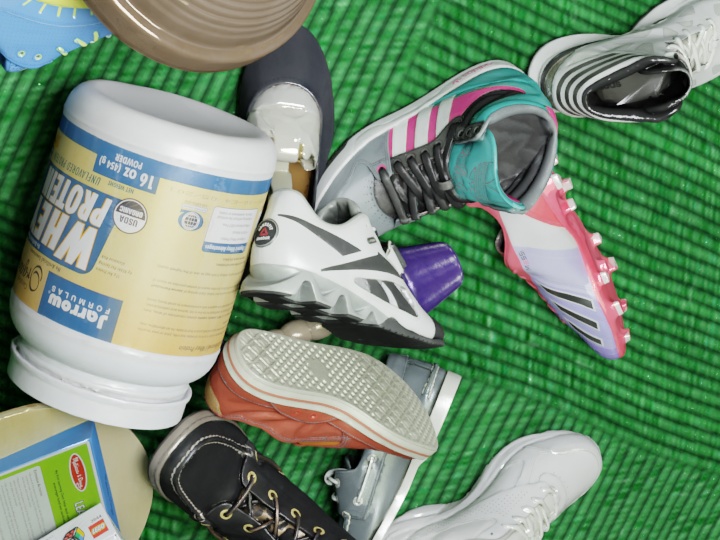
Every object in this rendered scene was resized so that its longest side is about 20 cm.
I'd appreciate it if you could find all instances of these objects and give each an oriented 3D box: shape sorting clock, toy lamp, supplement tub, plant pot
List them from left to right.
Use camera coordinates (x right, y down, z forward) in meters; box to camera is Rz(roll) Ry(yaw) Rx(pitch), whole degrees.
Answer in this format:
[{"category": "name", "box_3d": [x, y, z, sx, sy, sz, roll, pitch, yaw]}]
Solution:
[{"category": "shape sorting clock", "box_3d": [-0.232, 0.169, 1.402, 0.199, 0.039, 0.201, -16, 132, -19]}, {"category": "supplement tub", "box_3d": [-0.148, -0.011, 1.377, 0.144, 0.145, 0.201, 11, 103, -29]}, {"category": "plant pot", "box_3d": [-0.089, -0.232, 1.303, 0.200, 0.093, 0.202, 10, 73, -35]}, {"category": "toy lamp", "box_3d": [-0.019, 0.033, 1.509, 0.199, 0.058, 0.058, -25, 118, -17]}]

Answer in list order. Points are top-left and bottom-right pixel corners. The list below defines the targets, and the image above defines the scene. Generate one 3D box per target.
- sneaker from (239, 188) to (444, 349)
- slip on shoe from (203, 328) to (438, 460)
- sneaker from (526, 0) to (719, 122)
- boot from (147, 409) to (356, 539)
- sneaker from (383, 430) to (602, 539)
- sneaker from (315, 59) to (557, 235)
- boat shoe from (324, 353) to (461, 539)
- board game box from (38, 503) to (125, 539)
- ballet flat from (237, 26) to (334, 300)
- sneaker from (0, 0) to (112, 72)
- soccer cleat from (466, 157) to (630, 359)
[{"category": "sneaker", "box_3d": [0.000, 0.000, 1.423, 0.200, 0.074, 0.089, 28, 66, -53]}, {"category": "slip on shoe", "box_3d": [-0.026, 0.095, 1.471, 0.199, 0.074, 0.061, 19, 131, -37]}, {"category": "sneaker", "box_3d": [0.233, -0.146, 1.531, 0.200, 0.115, 0.076, -19, 116, -19]}, {"category": "boot", "box_3d": [-0.057, 0.181, 1.451, 0.073, 0.150, 0.200, -48, 152, -9]}, {"category": "sneaker", "box_3d": [0.115, 0.201, 1.611, 0.200, 0.099, 0.078, -34, 120, -11]}, {"category": "sneaker", "box_3d": [0.061, -0.066, 1.473, 0.200, 0.121, 0.084, -37, 120, -8]}, {"category": "boat shoe", "box_3d": [0.007, 0.155, 1.573, 0.062, 0.073, 0.201, 27, 100, 0]}, {"category": "board game box", "box_3d": [-0.194, 0.255, 1.444, 0.126, 0.035, 0.200, -30, 139, -7]}, {"category": "ballet flat", "box_3d": [-0.053, -0.068, 1.443, 0.073, 0.073, 0.201, -1, 109, -26]}, {"category": "sneaker", "box_3d": [-0.184, -0.176, 1.353, 0.199, 0.076, 0.105, 13, 124, -32]}, {"category": "soccer cleat", "box_3d": [0.146, -0.007, 1.580, 0.076, 0.067, 0.200, -19, 127, 16]}]
